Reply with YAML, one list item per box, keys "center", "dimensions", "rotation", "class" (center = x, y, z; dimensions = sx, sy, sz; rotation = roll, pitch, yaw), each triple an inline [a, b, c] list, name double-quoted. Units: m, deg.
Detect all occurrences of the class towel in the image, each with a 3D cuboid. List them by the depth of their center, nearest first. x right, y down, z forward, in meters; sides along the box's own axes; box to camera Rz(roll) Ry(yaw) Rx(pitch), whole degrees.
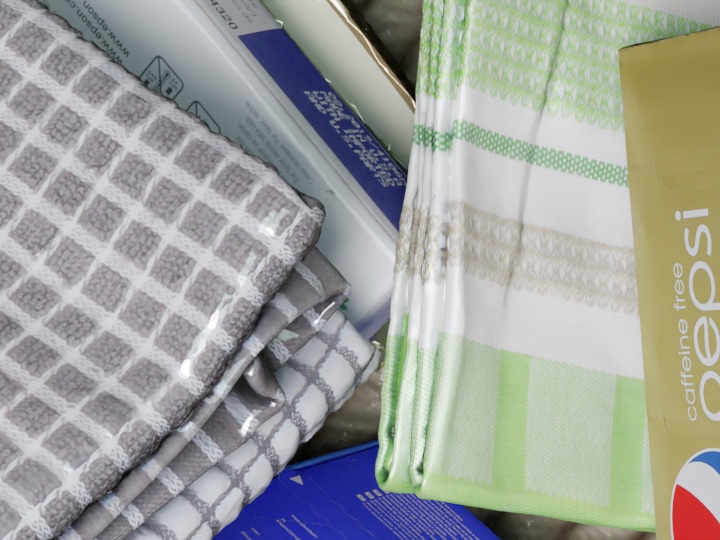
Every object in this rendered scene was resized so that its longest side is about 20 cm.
- center: [-0.118, 0.007, 0.661]
  dimensions: [0.200, 0.086, 0.166]
  rotation: [34, 61, 24]
  class: "towel"
- center: [0.081, -0.029, 0.724]
  dimensions: [0.149, 0.031, 0.201]
  rotation: [10, 79, -27]
  class: "towel"

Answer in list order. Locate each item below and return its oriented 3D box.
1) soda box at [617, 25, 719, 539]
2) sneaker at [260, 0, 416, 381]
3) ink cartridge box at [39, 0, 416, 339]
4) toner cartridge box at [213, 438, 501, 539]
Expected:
- center: [0.118, 0.035, 0.693]
  dimensions: [0.068, 0.064, 0.201]
  rotation: [-4, 89, -28]
  class: "soda box"
- center: [0.000, 0.000, 0.798]
  dimensions: [0.090, 0.067, 0.200]
  rotation: [-36, 87, 7]
  class: "sneaker"
- center: [-0.099, -0.016, 0.779]
  dimensions: [0.197, 0.043, 0.200]
  rotation: [51, 120, 10]
  class: "ink cartridge box"
- center: [0.036, 0.129, 0.730]
  dimensions: [0.200, 0.095, 0.043]
  rotation: [41, 122, 30]
  class: "toner cartridge box"
